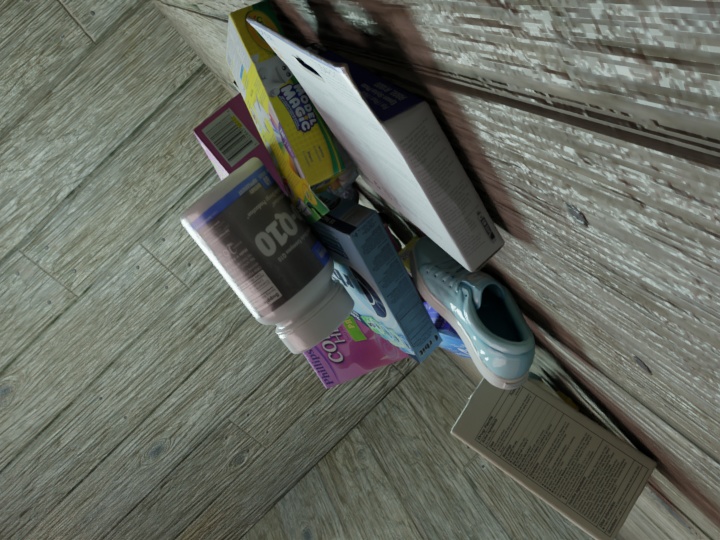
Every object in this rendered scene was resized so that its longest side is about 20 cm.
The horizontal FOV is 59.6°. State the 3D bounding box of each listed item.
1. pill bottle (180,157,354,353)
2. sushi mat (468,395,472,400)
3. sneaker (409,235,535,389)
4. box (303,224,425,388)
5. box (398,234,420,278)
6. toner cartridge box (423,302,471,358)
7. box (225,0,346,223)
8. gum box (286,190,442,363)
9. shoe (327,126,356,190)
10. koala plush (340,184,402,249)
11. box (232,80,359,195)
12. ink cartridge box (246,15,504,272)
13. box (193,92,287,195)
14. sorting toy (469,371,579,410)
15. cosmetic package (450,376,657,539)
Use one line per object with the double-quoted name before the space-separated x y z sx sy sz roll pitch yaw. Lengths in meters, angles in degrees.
"pill bottle" -0.100 -0.013 0.711 0.201 0.113 0.114 53 178 -12
"sushi mat" 0.255 0.236 1.000 0.197 0.012 0.097 9 -139 -43
"sneaker" 0.121 0.022 0.664 0.201 0.073 0.083 54 153 31
"box" -0.008 0.059 0.985 0.178 0.197 0.097 59 -157 -19
"box" 0.131 0.040 0.941 0.200 0.050 0.075 49 178 -37
"toner cartridge box" 0.131 0.078 0.809 0.093 0.044 0.200 28 171 -6
"box" -0.074 -0.150 0.637 0.204 0.048 0.117 67 166 -4
"gum box" 0.000 0.000 0.758 0.169 0.044 0.202 28 153 53
"shoe" -0.034 -0.160 0.752 0.200 0.052 0.071 65 -176 -74
"koala plush" -0.008 -0.043 1.089 0.178 0.184 0.199 48 167 -15
"box" -0.092 -0.209 0.934 0.201 0.060 0.117 49 179 19
"ink cartridge box" 0.011 -0.114 0.495 0.200 0.040 0.200 50 179 -40
"box" -0.131 -0.125 0.912 0.177 0.096 0.200 49 172 12
"sorting toy" 0.250 0.202 0.835 0.201 0.106 0.181 48 172 20
"cosmetic package" 0.212 0.200 0.706 0.198 0.106 0.071 34 176 25
